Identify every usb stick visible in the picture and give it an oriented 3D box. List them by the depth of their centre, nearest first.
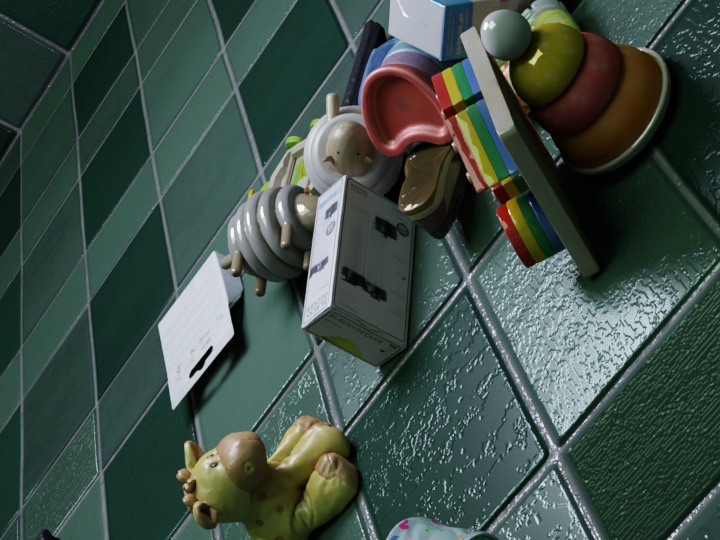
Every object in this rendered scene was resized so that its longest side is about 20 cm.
[{"bbox_3d":[-0.001,-0.258,2.043,0.032,0.056,0.201,8,67,16],"label":"usb stick"}]

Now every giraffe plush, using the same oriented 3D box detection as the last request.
[{"bbox_3d":[-0.122,0.244,1.658,0.172,0.161,0.201,15,77,63],"label":"giraffe plush"}]

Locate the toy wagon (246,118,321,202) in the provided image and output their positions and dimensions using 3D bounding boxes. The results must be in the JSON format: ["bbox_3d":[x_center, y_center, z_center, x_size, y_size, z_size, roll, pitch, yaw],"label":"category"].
[{"bbox_3d":[-0.100,-0.126,2.108,0.200,0.039,0.156,-27,43,51],"label":"toy wagon"}]

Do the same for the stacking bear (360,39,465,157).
[{"bbox_3d":[0.091,-0.243,1.768,0.121,0.114,0.200,-11,28,38],"label":"stacking bear"}]

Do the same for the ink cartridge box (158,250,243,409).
[{"bbox_3d":[-0.228,0.092,2.135,0.163,0.057,0.201,-50,37,22],"label":"ink cartridge box"}]

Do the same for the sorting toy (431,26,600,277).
[{"bbox_3d":[0.147,-0.107,1.453,0.069,0.200,0.199,-28,36,12],"label":"sorting toy"}]

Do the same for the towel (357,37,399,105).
[{"bbox_3d":[0.065,-0.274,1.940,0.199,0.048,0.113,-18,51,54],"label":"towel"}]

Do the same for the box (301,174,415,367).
[{"bbox_3d":[0.000,0.000,1.724,0.060,0.116,0.201,-36,37,40],"label":"box"}]

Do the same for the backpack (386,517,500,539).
[{"bbox_3d":[0.072,0.317,1.236,0.150,0.178,0.201,1,59,36],"label":"backpack"}]

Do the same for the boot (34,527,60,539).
[{"bbox_3d":[-0.517,0.477,2.253,0.163,0.073,0.198,-63,33,4],"label":"boot"}]

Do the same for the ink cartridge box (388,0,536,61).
[{"bbox_3d":[0.147,-0.305,1.705,0.115,0.199,0.068,38,134,49],"label":"ink cartridge box"}]

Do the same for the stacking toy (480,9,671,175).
[{"bbox_3d":[0.200,-0.199,1.452,0.146,0.199,0.147,-35,39,34],"label":"stacking toy"}]

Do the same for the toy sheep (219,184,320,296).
[{"bbox_3d":[-0.117,-0.044,1.961,0.199,0.138,0.139,-23,43,27],"label":"toy sheep"}]

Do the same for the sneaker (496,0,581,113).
[{"bbox_3d":[0.181,-0.209,1.644,0.201,0.078,0.090,-59,36,15],"label":"sneaker"}]

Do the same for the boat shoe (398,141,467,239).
[{"bbox_3d":[0.092,-0.106,1.711,0.073,0.065,0.201,-19,27,30],"label":"boat shoe"}]

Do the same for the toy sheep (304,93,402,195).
[{"bbox_3d":[-0.008,-0.146,1.841,0.139,0.137,0.200,-64,-10,-4],"label":"toy sheep"}]
